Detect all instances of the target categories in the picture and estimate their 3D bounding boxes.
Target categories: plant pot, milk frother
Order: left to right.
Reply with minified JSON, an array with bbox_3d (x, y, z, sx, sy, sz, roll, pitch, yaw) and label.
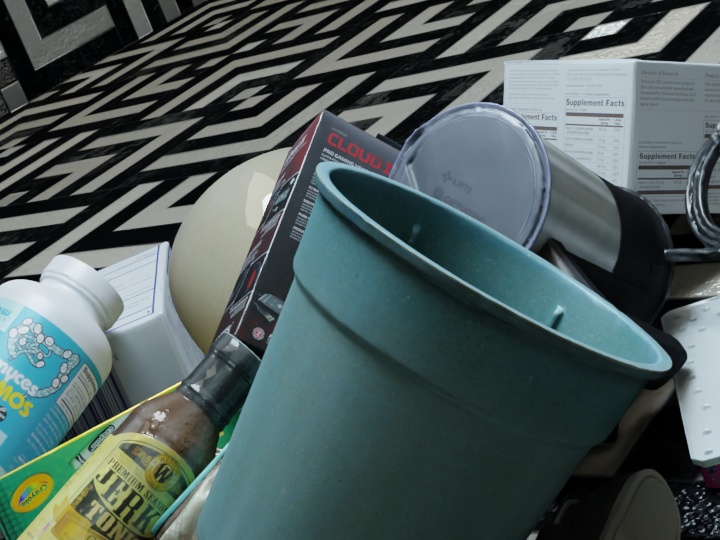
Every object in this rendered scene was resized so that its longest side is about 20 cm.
[{"bbox_3d":[-0.035,0.026,1.062,0.198,0.202,0.135,-24,39,-6],"label":"plant pot"},{"bbox_3d":[0.023,0.081,0.707,0.198,0.198,0.200,-63,15,12],"label":"plant pot"},{"bbox_3d":[0.152,-0.045,0.869,0.180,0.187,0.202,33,97,36],"label":"milk frother"}]

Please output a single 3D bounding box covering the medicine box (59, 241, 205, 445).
[{"bbox_3d":[-0.235,0.079,1.237,0.180,0.104,0.200,-22,19,1],"label":"medicine box"}]

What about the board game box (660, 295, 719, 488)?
[{"bbox_3d":[0.291,0.050,0.856,0.197,0.026,0.200,-18,20,13],"label":"board game box"}]

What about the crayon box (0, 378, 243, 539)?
[{"bbox_3d":[-0.155,0.139,0.981,0.198,0.059,0.119,-28,-13,-14],"label":"crayon box"}]

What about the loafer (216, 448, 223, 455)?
[{"bbox_3d":[-0.040,0.127,0.879,0.197,0.069,0.076,3,14,11],"label":"loafer"}]

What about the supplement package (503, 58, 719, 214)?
[{"bbox_3d":[0.232,-0.106,1.091,0.198,0.113,0.155,-2,8,-32],"label":"supplement package"}]

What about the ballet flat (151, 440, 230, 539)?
[{"bbox_3d":[-0.041,0.100,0.820,0.201,0.062,0.068,-52,-9,-11],"label":"ballet flat"}]

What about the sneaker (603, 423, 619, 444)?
[{"bbox_3d":[0.084,0.073,0.853,0.198,0.075,0.080,5,10,-39],"label":"sneaker"}]

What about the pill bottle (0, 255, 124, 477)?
[{"bbox_3d":[-0.263,0.085,1.058,0.110,0.111,0.201,-1,48,46],"label":"pill bottle"}]

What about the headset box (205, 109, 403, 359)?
[{"bbox_3d":[0.000,0.000,0.954,0.075,0.147,0.202,-39,26,60],"label":"headset box"}]

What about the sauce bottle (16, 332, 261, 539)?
[{"bbox_3d":[-0.133,0.123,0.834,0.201,0.065,0.064,-51,27,-13],"label":"sauce bottle"}]

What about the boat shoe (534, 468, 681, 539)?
[{"bbox_3d":[0.103,0.170,0.701,0.057,0.067,0.200,-27,8,40],"label":"boat shoe"}]
